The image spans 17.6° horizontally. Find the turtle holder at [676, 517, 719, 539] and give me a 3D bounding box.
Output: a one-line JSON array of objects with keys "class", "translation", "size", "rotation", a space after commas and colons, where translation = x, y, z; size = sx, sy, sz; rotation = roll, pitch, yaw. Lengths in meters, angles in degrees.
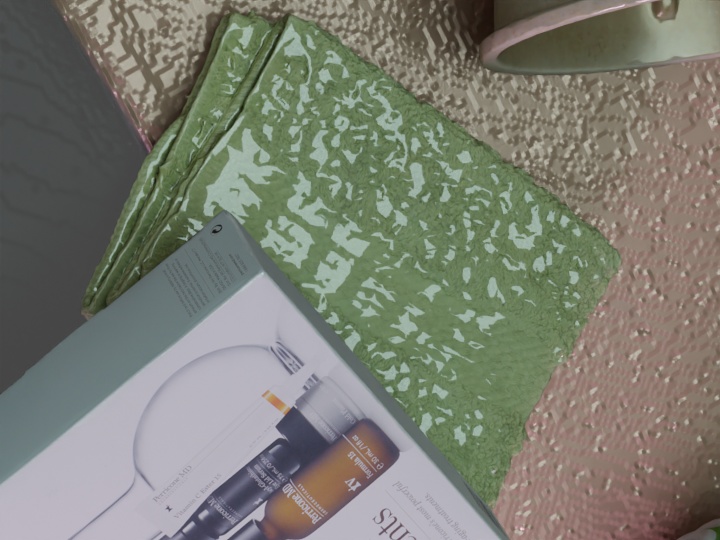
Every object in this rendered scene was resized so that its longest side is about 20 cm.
[{"class": "turtle holder", "translation": [0.169, 0.152, 0.962], "size": [0.141, 0.132, 0.186], "rotation": [3, 94, -19]}]

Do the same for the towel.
[{"class": "towel", "translation": [0.000, 0.000, 0.935], "size": [0.200, 0.036, 0.149], "rotation": [31, 84, -20]}]

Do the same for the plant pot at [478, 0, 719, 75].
[{"class": "plant pot", "translation": [0.131, -0.184, 0.896], "size": [0.200, 0.200, 0.184], "rotation": [-7, 86, -19]}]

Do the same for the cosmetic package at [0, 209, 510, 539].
[{"class": "cosmetic package", "translation": [-0.047, 0.096, 0.873], "size": [0.151, 0.052, 0.200], "rotation": [-38, 127, 4]}]
